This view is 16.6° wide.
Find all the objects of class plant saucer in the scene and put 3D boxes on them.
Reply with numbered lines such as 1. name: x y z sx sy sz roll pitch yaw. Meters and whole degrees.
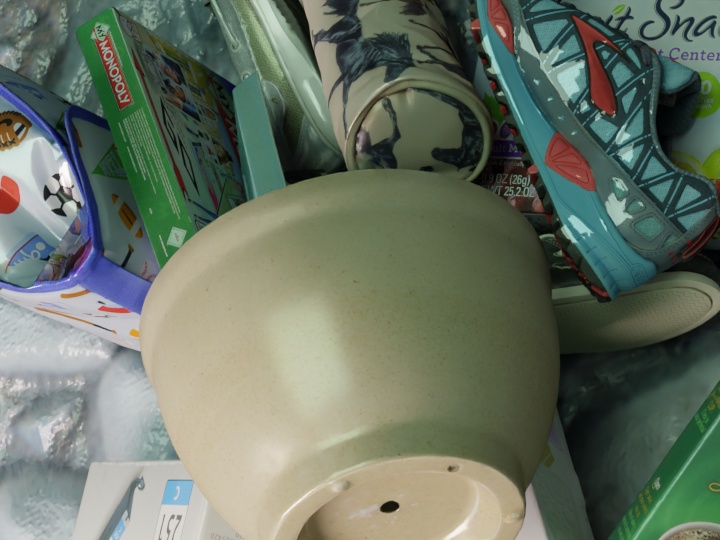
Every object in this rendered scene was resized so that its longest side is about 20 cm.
1. plant saucer: -0.047 -0.027 1.281 0.019 0.070 0.200 -9 33 -6

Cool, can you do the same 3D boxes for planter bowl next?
1. planter bowl: 0.005 0.070 1.140 0.200 0.200 0.135 -31 49 21

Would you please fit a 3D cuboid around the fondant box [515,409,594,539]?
1. fondant box: 0.018 0.148 1.256 0.200 0.058 0.144 -33 40 18

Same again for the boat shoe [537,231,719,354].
1. boat shoe: 0.095 0.007 1.265 0.200 0.072 0.068 -10 61 39

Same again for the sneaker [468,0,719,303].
1. sneaker: 0.119 -0.083 1.213 0.095 0.079 0.200 -23 67 5

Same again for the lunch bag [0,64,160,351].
1. lunch bag: -0.163 -0.030 1.382 0.200 0.170 0.124 36 94 36

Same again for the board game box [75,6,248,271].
1. board game box: -0.082 -0.038 1.353 0.029 0.135 0.200 -31 62 18

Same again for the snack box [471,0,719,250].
1. snack box: 0.158 -0.099 1.264 0.200 0.068 0.169 6 80 32

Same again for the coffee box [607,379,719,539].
1. coffee box: 0.172 0.155 1.153 0.123 0.044 0.200 31 100 -4

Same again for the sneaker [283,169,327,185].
1. sneaker: 0.000 0.000 1.285 0.077 0.200 0.080 1 102 -7

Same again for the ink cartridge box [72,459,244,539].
1. ink cartridge box: -0.112 0.189 1.298 0.200 0.045 0.176 -12 65 65

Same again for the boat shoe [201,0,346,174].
1. boat shoe: -0.058 -0.137 1.408 0.065 0.074 0.202 -38 69 22

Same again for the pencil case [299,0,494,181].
1. pencil case: 0.015 -0.114 1.304 0.078 0.089 0.200 -33 37 13
